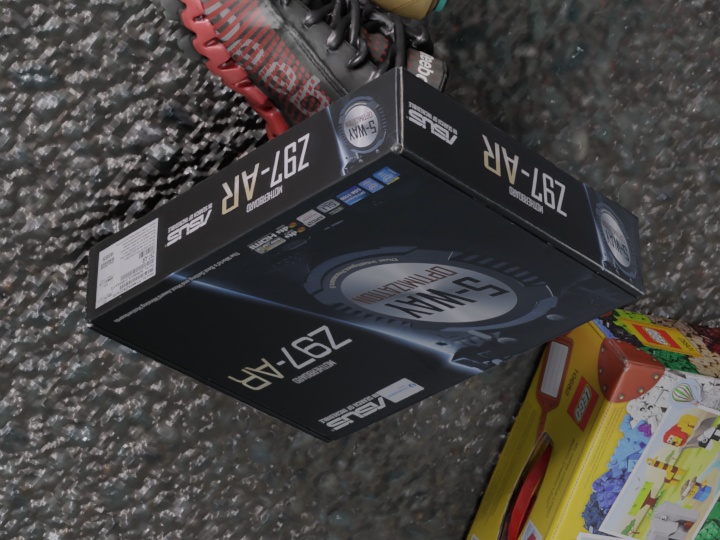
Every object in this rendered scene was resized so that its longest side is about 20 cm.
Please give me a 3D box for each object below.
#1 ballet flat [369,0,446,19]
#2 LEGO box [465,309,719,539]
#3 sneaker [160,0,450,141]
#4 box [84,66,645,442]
[{"bbox_3d":[0.040,-0.206,1.053,0.063,0.069,0.200,19,108,-12],"label":"ballet flat"},{"bbox_3d":[0.147,0.127,1.254,0.149,0.077,0.200,11,112,-25],"label":"LEGO box"},{"bbox_3d":[-0.016,-0.097,1.067,0.098,0.071,0.200,-12,128,27],"label":"sneaker"},{"bbox_3d":[0.000,0.000,1.085,0.200,0.044,0.160,-27,138,35],"label":"box"}]
